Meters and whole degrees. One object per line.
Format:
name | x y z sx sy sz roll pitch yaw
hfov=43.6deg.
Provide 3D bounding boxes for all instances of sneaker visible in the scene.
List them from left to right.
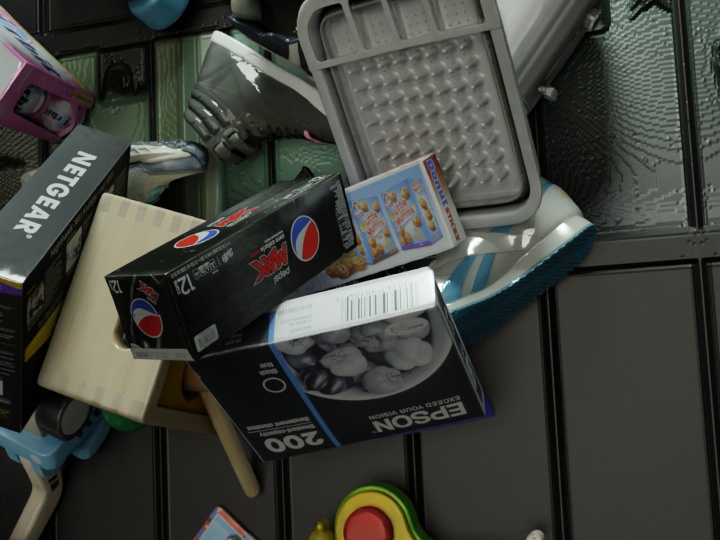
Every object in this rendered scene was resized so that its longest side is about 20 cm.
sneaker | -0.223 -0.069 0.849 0.196 0.077 0.088 -11 94 22
sneaker | -0.077 -0.241 0.773 0.079 0.129 0.201 -38 67 11
sneaker | -0.076 -0.127 0.806 0.198 0.070 0.100 33 97 22
sneaker | 0.091 0.001 0.732 0.198 0.077 0.081 -32 61 -7

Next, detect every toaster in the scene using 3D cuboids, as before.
toaster | 0.090 -0.214 0.738 0.198 0.113 0.131 32 97 15

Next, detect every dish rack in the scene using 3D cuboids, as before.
dish rack | 0.051 -0.130 0.690 0.169 0.044 0.203 -4 116 35

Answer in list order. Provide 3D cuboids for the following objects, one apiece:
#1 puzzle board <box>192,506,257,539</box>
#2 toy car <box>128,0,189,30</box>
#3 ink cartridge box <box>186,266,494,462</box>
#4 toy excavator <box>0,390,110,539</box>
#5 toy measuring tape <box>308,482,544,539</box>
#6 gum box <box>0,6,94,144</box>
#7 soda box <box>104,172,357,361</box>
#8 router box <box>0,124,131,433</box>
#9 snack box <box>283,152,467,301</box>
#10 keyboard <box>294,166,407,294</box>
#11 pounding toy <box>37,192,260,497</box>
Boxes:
puzzle board | -0.099 0.335 0.799 0.199 0.017 0.152 38 97 15
toy car | -0.243 -0.361 0.845 0.178 0.183 0.200 -53 46 6
ink cartridge box | -0.007 0.094 0.704 0.194 0.201 0.044 -14 47 15
toy excavator | -0.287 0.163 0.831 0.098 0.202 0.195 19 47 17
toy measuring tape | 0.048 0.205 0.739 0.196 0.073 0.075 -11 82 15
gum box | -0.358 -0.210 0.869 0.200 0.113 0.066 42 97 16
soda box | -0.087 -0.008 0.664 0.070 0.199 0.065 -3 111 37
router box | -0.251 0.002 0.731 0.051 0.201 0.159 17 128 0
snack box | -0.007 -0.030 0.743 0.198 0.024 0.073 -18 96 41
keyboard | 0.000 0.000 0.796 0.104 0.039 0.202 -43 76 33
pounding toy | -0.148 0.072 0.762 0.139 0.184 0.204 14 81 17
